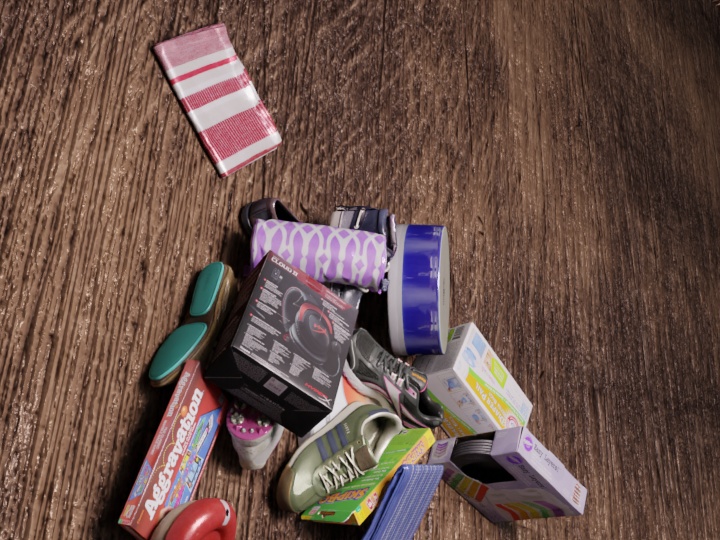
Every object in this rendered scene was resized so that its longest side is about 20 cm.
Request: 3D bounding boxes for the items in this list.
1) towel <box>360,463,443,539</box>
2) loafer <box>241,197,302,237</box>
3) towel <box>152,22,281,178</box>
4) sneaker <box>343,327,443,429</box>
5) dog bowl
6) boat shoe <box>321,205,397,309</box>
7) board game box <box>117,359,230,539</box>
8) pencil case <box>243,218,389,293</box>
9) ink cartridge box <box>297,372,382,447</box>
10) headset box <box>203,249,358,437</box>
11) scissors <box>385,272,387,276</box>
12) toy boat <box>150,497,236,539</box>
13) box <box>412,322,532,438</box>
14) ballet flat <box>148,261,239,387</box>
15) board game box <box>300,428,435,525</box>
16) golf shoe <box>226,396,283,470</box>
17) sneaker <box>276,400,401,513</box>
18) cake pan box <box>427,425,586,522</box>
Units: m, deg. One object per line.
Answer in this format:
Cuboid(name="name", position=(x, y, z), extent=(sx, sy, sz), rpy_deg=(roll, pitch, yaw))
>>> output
Cuboid(name="towel", position=(0.055, 0.331, 1.255), extent=(0.146, 0.024, 0.200), rpy_deg=(-63, 157, -2))
Cuboid(name="loafer", position=(-0.086, -0.028, 1.313), extent=(0.200, 0.062, 0.072), rpy_deg=(45, 45, -28))
Cuboid(name="towel", position=(-0.199, -0.247, 1.305), extent=(0.144, 0.023, 0.202), rpy_deg=(-39, 105, -49))
Cuboid(name="sneaker", position=(0.053, 0.155, 1.311), extent=(0.200, 0.086, 0.081), rpy_deg=(50, 42, -24))
Cuboid(name="dog bowl", position=(0.093, 0.030, 1.410), extent=(0.200, 0.077, 0.204), rpy_deg=(1, 90, -81))
Cuboid(name="boat shoe", position=(0.000, 0.000, 1.312), extent=(0.074, 0.091, 0.203), rpy_deg=(27, 64, -61))
Cuboid(name="board game box", position=(-0.210, 0.216, 1.055), extent=(0.103, 0.019, 0.202), rpy_deg=(65, 36, -51))
Cuboid(name="pencil case", position=(-0.057, -0.019, 1.245), extent=(0.197, 0.086, 0.085), rpy_deg=(9, 47, -4))
Cuboid(name="ink cartridge box", position=(-0.019, 0.238, 1.295), extent=(0.161, 0.050, 0.203), rpy_deg=(5, 69, -48))
Cuboid(name="headset box", position=(-0.091, 0.082, 1.142), extent=(0.148, 0.075, 0.201), rpy_deg=(34, 38, -16))
Cuboid(name="scissors", position=(0.006, 0.008, 1.449), extent=(0.200, 0.014, 0.074), rpy_deg=(-42, 110, -48))
Cuboid(name="toy boat", position=(-0.157, 0.353, 1.000), extent=(0.130, 0.129, 0.203), rpy_deg=(36, 48, -66))
Cuboid(name="box", position=(0.182, 0.204, 1.500), extent=(0.201, 0.101, 0.113), rpy_deg=(52, 43, -21))
Cuboid(name="ballet flat", position=(-0.198, 0.081, 1.148), extent=(0.073, 0.067, 0.202), rpy_deg=(57, 35, -35))
Cuboid(name="board game box", position=(0.011, 0.282, 1.239), extent=(0.199, 0.095, 0.030), rpy_deg=(-35, 105, -41))
Cuboid(name="golf shoe", position=(-0.125, 0.173, 1.194), extent=(0.201, 0.074, 0.093), rpy_deg=(-66, 162, -54))
Cuboid(name="sneaker", position=(-0.021, 0.246, 1.209), extent=(0.200, 0.089, 0.068), rpy_deg=(-42, 120, -39))
Cuboid(name="cake pan box", position=(0.229, 0.324, 1.442), extent=(0.200, 0.183, 0.053), rpy_deg=(45, 45, -28))
